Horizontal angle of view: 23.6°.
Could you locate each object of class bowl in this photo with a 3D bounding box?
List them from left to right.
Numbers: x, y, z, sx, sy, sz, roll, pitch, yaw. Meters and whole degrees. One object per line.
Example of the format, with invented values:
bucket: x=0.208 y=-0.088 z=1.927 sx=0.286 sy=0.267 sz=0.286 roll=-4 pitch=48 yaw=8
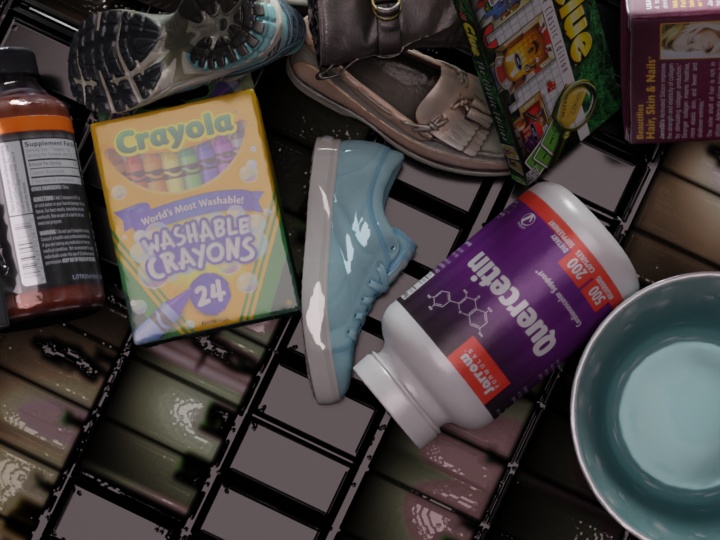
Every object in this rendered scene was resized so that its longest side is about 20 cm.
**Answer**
bowl: x=0.245 y=0.103 z=1.237 sx=0.201 sy=0.105 sz=0.201 roll=0 pitch=86 yaw=1

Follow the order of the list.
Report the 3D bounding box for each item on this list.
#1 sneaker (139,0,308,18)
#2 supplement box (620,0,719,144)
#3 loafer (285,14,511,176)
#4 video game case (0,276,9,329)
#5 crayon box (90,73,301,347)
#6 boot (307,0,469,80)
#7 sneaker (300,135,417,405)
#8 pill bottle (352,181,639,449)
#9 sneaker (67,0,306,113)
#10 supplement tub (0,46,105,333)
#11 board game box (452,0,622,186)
sneaker: x=-0.088 y=-0.247 z=1.293 sx=0.200 sy=0.075 sz=0.106 roll=6 pitch=81 yaw=-8
supplement box: x=0.286 y=-0.172 z=1.222 sx=0.200 sy=0.131 sz=0.103 roll=-2 pitch=52 yaw=7
loafer: x=0.038 y=-0.130 z=1.274 sx=0.200 sy=0.063 sz=0.072 roll=24 pitch=68 yaw=4
video game case: x=-0.328 y=-0.040 z=1.241 sx=0.181 sy=0.025 sz=0.200 roll=-16 pitch=84 yaw=45
crayon box: x=-0.125 y=-0.053 z=1.283 sx=0.126 sy=0.052 sz=0.200 roll=-13 pitch=85 yaw=0
boot: x=0.041 y=-0.236 z=1.234 sx=0.174 sy=0.069 sz=0.200 roll=0 pitch=88 yaw=-7
sneaker: x=0.000 y=0.000 z=1.266 sx=0.082 sy=0.074 sz=0.200 roll=2 pitch=87 yaw=4
pill bottle: x=0.095 y=0.036 z=1.242 sx=0.200 sy=0.112 sz=0.112 roll=-40 pitch=86 yaw=-2
sneaker: x=-0.128 y=-0.156 z=1.268 sx=0.200 sy=0.086 sz=0.078 roll=-7 pitch=84 yaw=33
supplement tub: x=-0.255 y=-0.058 z=1.259 sx=0.107 sy=0.107 sz=0.200 roll=-12 pitch=85 yaw=0
board game box: x=0.124 y=-0.164 z=1.212 sx=0.105 sy=0.200 sz=0.023 roll=-42 pitch=44 yaw=-19
